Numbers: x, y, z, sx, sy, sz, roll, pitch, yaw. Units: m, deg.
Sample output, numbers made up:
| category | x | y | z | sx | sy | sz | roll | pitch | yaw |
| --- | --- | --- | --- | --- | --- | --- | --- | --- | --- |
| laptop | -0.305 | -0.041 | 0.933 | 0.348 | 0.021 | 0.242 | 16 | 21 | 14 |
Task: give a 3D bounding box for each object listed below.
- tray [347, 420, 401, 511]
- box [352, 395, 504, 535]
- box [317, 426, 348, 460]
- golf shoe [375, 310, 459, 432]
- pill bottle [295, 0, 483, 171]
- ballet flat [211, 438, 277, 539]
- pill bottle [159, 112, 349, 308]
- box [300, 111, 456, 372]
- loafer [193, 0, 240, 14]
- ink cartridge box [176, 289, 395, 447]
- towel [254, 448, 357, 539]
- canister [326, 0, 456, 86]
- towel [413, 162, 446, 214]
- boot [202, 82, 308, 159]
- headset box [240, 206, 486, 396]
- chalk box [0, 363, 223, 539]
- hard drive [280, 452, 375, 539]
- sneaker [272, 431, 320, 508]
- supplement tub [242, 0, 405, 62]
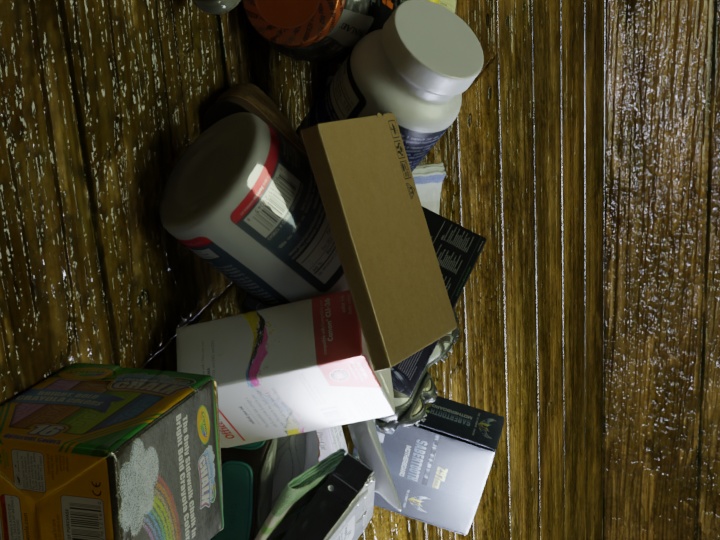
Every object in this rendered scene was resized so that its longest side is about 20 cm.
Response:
| category | x | y | z | sx | sy | sz | roll | pitch | yaw |
| --- | --- | --- | --- | --- | --- | --- | --- | --- | --- |
| tray | -0.001 | 0.149 | 1.359 | 0.200 | 0.022 | 0.108 | -111 | 179 | -63 |
| box | 0.070 | 0.216 | 1.551 | 0.201 | 0.157 | 0.051 | 100 | 8 | -51 |
| box | -0.036 | 0.213 | 1.498 | 0.039 | 0.041 | 0.201 | -66 | 154 | -43 |
| golf shoe | 0.046 | 0.070 | 1.409 | 0.095 | 0.077 | 0.201 | 52 | 32 | -25 |
| pill bottle | 0.024 | -0.151 | 1.262 | 0.200 | 0.115 | 0.116 | -49 | -168 | 44 |
| ballet flat | -0.107 | 0.165 | 1.255 | 0.064 | 0.067 | 0.202 | -31 | 130 | -75 |
| pill bottle | -0.060 | -0.029 | 1.142 | 0.200 | 0.119 | 0.120 | 40 | 52 | -33 |
| box | 0.019 | -0.030 | 1.125 | 0.163 | 0.021 | 0.201 | -22 | 96 | -65 |
| loafer | -0.099 | -0.298 | 1.160 | 0.070 | 0.069 | 0.201 | 50 | 46 | -52 |
| ink cartridge box | -0.081 | 0.089 | 1.141 | 0.117 | 0.199 | 0.068 | 64 | 17 | -56 |
| towel | -0.079 | 0.268 | 1.284 | 0.201 | 0.023 | 0.152 | -61 | 165 | 17 |
| canister | 0.033 | -0.245 | 1.435 | 0.086 | 0.148 | 0.202 | 11 | 85 | -45 |
| towel | 0.050 | -0.019 | 1.491 | 0.147 | 0.024 | 0.202 | -11 | 109 | -64 |
| boot | -0.055 | -0.090 | 1.227 | 0.200 | 0.073 | 0.076 | 49 | 28 | -15 |
| headset box | 0.000 | 0.000 | 1.325 | 0.093 | 0.199 | 0.174 | -65 | 177 | 38 |
| chalk box | -0.176 | 0.143 | 0.959 | 0.200 | 0.123 | 0.125 | -35 | 126 | -67 |
| hard drive | -0.056 | 0.280 | 1.273 | 0.200 | 0.038 | 0.140 | -51 | 163 | -24 |
| sneaker | -0.085 | 0.146 | 1.327 | 0.092 | 0.075 | 0.201 | 20 | 84 | -41 |
| supplement tub | -0.030 | -0.260 | 1.286 | 0.200 | 0.122 | 0.124 | -24 | 117 | -69 |
